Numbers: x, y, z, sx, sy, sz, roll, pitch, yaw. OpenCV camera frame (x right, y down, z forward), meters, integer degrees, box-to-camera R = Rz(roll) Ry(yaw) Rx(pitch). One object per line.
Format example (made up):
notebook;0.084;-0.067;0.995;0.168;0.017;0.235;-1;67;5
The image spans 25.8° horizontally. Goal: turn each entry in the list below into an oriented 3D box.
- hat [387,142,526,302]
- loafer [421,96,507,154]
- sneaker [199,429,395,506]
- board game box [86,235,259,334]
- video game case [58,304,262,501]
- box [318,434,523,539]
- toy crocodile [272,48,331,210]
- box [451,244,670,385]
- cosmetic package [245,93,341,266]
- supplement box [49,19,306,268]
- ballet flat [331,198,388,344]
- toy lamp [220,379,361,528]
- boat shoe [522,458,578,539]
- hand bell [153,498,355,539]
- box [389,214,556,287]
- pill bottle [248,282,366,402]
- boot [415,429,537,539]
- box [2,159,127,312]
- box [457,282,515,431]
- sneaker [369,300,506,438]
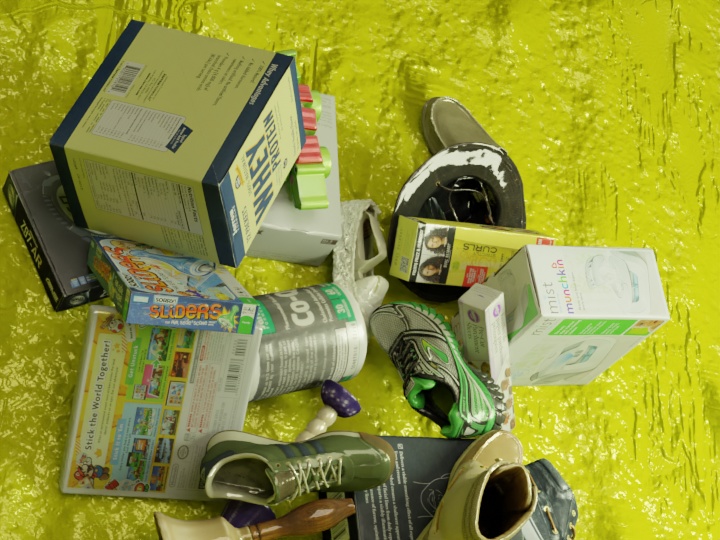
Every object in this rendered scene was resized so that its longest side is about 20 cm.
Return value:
hat;0.102;-0.067;1.911;0.199;0.081;0.202;-10;111;-27
loafer;0.148;-0.144;1.993;0.075;0.068;0.201;-23;75;-33
sneaker;-0.068;0.208;1.591;0.198;0.068;0.090;2;20;8
board game box;-0.198;0.014;1.631;0.134;0.200;0.035;6;105;-24
video game case;-0.206;0.140;1.621;0.181;0.201;0.023;6;16;-22
box;0.064;0.268;1.706;0.199;0.107;0.149;5;61;-22
toy crocodile;-0.072;-0.160;1.806;0.067;0.062;0.201;0;64;-22
box;0.229;0.054;1.844;0.175;0.200;0.097;1;63;-25
cosmetic package;-0.088;-0.114;1.861;0.112;0.081;0.201;10;61;-20
supplement box;-0.190;-0.138;1.691;0.198;0.135;0.201;15;55;16
ballet flat;0.000;0.000;1.837;0.071;0.072;0.201;8;60;-21
toy lamp;-0.078;0.208;1.683;0.058;0.058;0.200;40;72;0
boat shoe;0.217;0.307;1.776;0.090;0.071;0.201;-15;69;-26
hand bell;-0.100;0.267;1.596;0.199;0.104;0.105;-15;70;-11
box;0.134;-0.018;1.866;0.199;0.050;0.076;6;99;-30
pill bottle;-0.103;0.083;1.725;0.199;0.113;0.114;-10;68;-30
boot;0.136;0.221;1.603;0.073;0.156;0.200;40;54;0
box;-0.278;-0.056;1.761;0.199;0.044;0.161;-17;72;-31
box;0.144;0.108;1.786;0.041;0.201;0.039;20;45;33
sneaker;0.074;0.106;1.745;0.085;0.078;0.200;-7;42;-43
